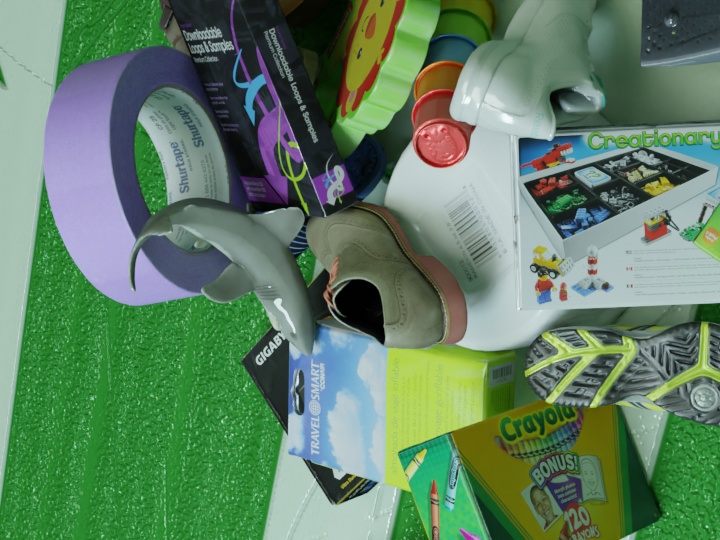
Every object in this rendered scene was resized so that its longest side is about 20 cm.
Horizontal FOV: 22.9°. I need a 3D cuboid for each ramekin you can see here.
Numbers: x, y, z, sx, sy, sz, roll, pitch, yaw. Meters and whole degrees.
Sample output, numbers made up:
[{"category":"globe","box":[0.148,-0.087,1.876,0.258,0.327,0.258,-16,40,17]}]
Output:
[{"category":"ramekin","box":[0.112,-0.034,1.356,0.200,0.098,0.201,9,104,39]}]

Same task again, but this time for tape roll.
[{"category":"tape roll","box":[-0.166,-0.075,1.421,0.066,0.200,0.201,-11,91,27]}]

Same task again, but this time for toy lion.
[{"category":"toy lion","box":[0.007,-0.168,1.371,0.192,0.069,0.200,-97,30,-54]}]

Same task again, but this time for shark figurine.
[{"category":"shark figurine","box":[-0.092,-0.029,1.373,0.089,0.214,0.128,-22,57,31]}]

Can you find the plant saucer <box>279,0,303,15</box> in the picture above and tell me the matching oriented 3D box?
[{"category":"plant saucer","box":[-0.090,-0.289,1.467,0.200,0.032,0.201,-18,61,35]}]

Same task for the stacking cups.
[{"category":"stacking cups","box":[0.069,-0.139,1.314,0.060,0.200,0.061,3,128,4]}]

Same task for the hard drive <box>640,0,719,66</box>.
[{"category":"hard drive","box":[0.279,-0.209,1.185,0.200,0.042,0.135,-13,65,43]}]

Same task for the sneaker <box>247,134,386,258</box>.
[{"category":"sneaker","box":[-0.056,-0.053,1.522,0.200,0.078,0.070,-30,75,18]}]

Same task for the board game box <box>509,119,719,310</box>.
[{"category":"board game box","box":[0.206,-0.039,1.243,0.200,0.035,0.127,-2,98,4]}]

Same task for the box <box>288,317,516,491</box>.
[{"category":"box","box":[0.030,0.109,1.423,0.200,0.048,0.122,11,105,39]}]

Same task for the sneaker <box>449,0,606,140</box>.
[{"category":"sneaker","box":[0.140,-0.144,1.261,0.088,0.200,0.075,25,132,14]}]

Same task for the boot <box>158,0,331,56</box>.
[{"category":"boot","box":[-0.101,-0.257,1.521,0.200,0.070,0.146,-44,58,25]}]

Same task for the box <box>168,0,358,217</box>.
[{"category":"box","box":[-0.081,-0.139,1.392,0.143,0.036,0.200,8,121,64]}]

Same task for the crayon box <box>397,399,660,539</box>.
[{"category":"crayon box","box":[0.127,0.160,1.311,0.058,0.200,0.119,-27,81,42]}]

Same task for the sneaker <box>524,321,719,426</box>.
[{"category":"sneaker","box":[0.223,0.067,1.292,0.200,0.076,0.076,8,98,16]}]

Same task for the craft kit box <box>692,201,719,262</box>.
[{"category":"craft kit box","box":[0.350,-0.043,1.145,0.200,0.048,0.198,39,99,29]}]

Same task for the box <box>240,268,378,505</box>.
[{"category":"box","box":[0.003,0.080,1.506,0.200,0.049,0.160,-46,70,36]}]

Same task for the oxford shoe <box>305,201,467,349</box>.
[{"category":"oxford shoe","box":[0.000,0.000,1.337,0.200,0.075,0.071,35,132,53]}]
